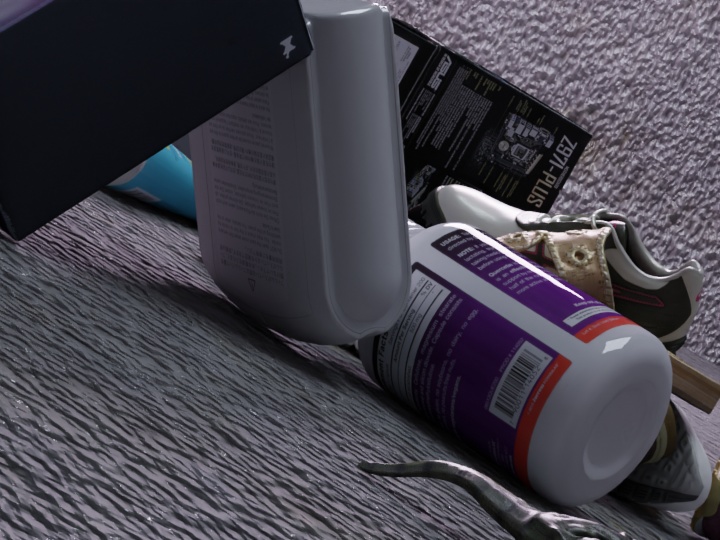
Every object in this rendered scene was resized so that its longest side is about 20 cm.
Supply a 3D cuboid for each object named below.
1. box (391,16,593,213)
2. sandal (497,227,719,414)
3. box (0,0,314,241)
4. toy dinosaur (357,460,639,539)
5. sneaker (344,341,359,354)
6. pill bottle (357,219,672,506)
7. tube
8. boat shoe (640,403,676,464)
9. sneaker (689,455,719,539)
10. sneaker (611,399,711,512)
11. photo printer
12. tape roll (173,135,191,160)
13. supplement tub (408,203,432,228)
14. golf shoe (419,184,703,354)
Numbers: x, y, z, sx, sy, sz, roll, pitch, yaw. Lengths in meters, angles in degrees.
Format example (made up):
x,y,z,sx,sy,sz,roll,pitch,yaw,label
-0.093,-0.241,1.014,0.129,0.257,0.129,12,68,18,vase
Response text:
x,y,z,sx,sy,sz,roll,pitch,yaw,label
0.049,-0.061,1.921,0.164,0.200,0.086,26,6,-33,box
0.151,0.008,1.649,0.211,0.070,0.078,32,0,4,sandal
-0.167,-0.147,1.362,0.198,0.200,0.123,34,-29,44,box
0.096,0.128,1.173,0.200,0.048,0.088,29,10,39,toy dinosaur
0.000,0.000,1.654,0.200,0.089,0.079,30,6,7,sneaker
0.077,0.045,1.501,0.200,0.113,0.112,33,6,34,pill bottle
-0.132,-0.061,1.816,0.077,0.050,0.200,40,3,22,tube
0.114,0.077,1.651,0.065,0.073,0.200,-19,24,-35,boat shoe
0.293,0.170,1.720,0.090,0.075,0.200,26,3,31,sneaker
0.194,0.118,1.719,0.087,0.075,0.200,33,4,-20,sneaker
-0.037,-0.059,1.471,0.069,0.201,0.166,-13,16,-29,photo printer
-0.104,-0.082,2.042,0.200,0.066,0.200,30,5,-3,tape roll
0.104,0.034,1.838,0.200,0.107,0.107,27,5,-36,supplement tub
0.137,-0.014,1.714,0.200,0.088,0.077,32,27,10,golf shoe
